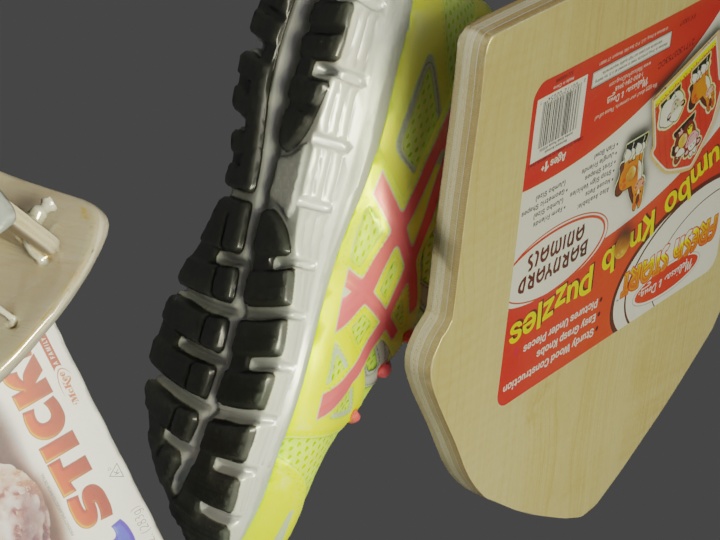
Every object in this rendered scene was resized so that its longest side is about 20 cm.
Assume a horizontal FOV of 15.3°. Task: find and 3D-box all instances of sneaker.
[{"bbox_3d":[0.000,0.000,0.814,0.090,0.078,0.200,16,94,-31],"label":"sneaker"}]

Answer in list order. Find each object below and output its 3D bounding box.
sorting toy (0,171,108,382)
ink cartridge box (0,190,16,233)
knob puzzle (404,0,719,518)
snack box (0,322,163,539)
[{"bbox_3d":[-0.199,0.002,0.684,0.200,0.107,0.180,41,69,-35],"label":"sorting toy"},{"bbox_3d":[-0.195,-0.025,0.585,0.174,0.044,0.200,-41,136,-8],"label":"ink cartridge box"},{"bbox_3d":[0.070,-0.012,0.830,0.220,0.030,0.220,-36,139,-40],"label":"knob puzzle"},{"bbox_3d":[-0.091,0.103,0.818,0.072,0.024,0.200,-30,109,-16],"label":"snack box"}]
